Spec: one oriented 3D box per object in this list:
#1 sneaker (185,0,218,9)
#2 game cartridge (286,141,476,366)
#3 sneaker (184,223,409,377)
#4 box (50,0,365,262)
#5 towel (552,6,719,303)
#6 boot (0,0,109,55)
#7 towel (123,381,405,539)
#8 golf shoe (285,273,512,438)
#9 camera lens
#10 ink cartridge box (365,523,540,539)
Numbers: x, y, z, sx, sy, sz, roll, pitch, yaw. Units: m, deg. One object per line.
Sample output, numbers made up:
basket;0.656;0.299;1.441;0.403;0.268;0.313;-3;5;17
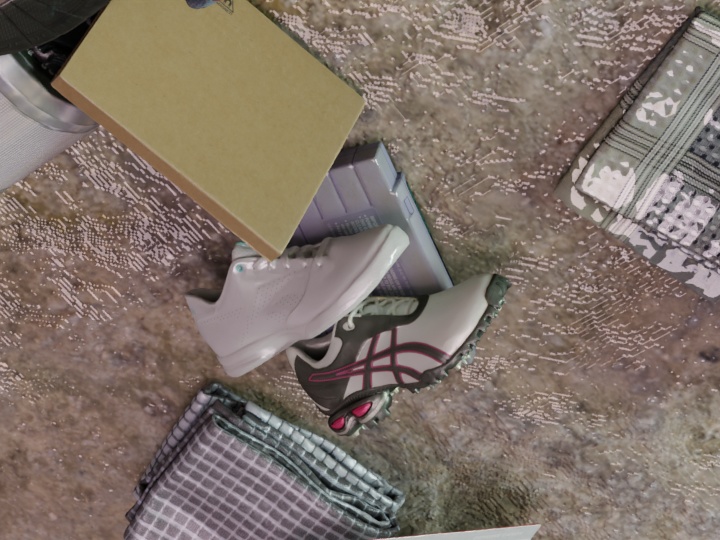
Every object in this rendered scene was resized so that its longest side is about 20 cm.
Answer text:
sneaker;-0.162;-0.245;1.446;0.199;0.096;0.080;25;137;10
game cartridge;0.000;0.000;1.635;0.129;0.038;0.201;-16;120;18
sneaker;-0.055;0.005;1.594;0.200;0.075;0.089;-32;101;32
box;-0.104;-0.125;1.490;0.200;0.164;0.021;39;142;-15
towel;0.266;-0.070;1.519;0.192;0.035;0.200;30;127;-8
boot;-0.211;-0.247;1.398;0.199;0.073;0.151;-33;70;12
towel;-0.086;0.205;1.767;0.199;0.086;0.166;32;125;-9
golf shoe;0.027;0.051;1.600;0.200;0.077;0.088;-36;103;31
camera lens;-0.279;-0.140;1.522;0.199;0.160;0.160;-31;113;29
ink cartridge box;0.026;0.252;1.728;0.199;0.044;0.174;-1;137;-32
